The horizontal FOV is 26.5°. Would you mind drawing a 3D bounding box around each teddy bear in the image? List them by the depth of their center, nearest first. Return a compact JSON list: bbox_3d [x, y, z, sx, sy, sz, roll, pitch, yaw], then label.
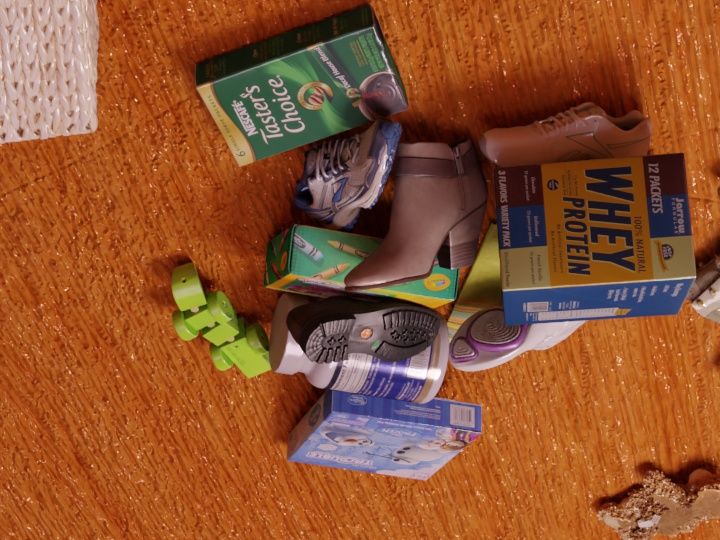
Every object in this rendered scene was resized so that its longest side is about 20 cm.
[{"bbox_3d":[0.433,0.329,2.164,0.145,0.067,0.200,31,131,-20],"label":"teddy bear"}]

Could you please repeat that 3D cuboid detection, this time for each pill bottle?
[{"bbox_3d":[-0.003,0.089,1.833,0.199,0.116,0.116,11,132,-16],"label":"pill bottle"}]

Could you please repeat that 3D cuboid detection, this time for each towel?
[{"bbox_3d":[0.166,0.023,1.856,0.085,0.018,0.201,7,133,-15],"label":"towel"}]

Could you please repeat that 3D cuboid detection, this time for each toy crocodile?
[{"bbox_3d":[-0.166,0.065,1.836,0.067,0.062,0.200,-26,136,18],"label":"toy crocodile"}]

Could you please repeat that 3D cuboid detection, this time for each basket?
[{"bbox_3d":[-0.327,-0.244,1.414,0.159,0.199,0.201,-2,134,-7],"label":"basket"}]

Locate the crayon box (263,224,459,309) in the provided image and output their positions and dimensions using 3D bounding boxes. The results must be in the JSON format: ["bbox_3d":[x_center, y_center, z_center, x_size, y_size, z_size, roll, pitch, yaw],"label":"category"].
[{"bbox_3d":[0.000,0.000,1.745,0.199,0.059,0.119,10,169,-16],"label":"crayon box"}]

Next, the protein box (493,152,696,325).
[{"bbox_3d":[0.250,-0.028,1.663,0.198,0.136,0.199,-4,167,6],"label":"protein box"}]

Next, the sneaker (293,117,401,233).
[{"bbox_3d":[-0.021,-0.105,1.649,0.085,0.077,0.200,23,146,-10],"label":"sneaker"}]

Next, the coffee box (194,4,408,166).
[{"bbox_3d":[-0.061,-0.191,1.602,0.199,0.044,0.123,-16,134,9],"label":"coffee box"}]

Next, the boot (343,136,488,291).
[{"bbox_3d":[0.057,-0.066,1.658,0.199,0.070,0.147,-15,104,-38],"label":"boot"}]

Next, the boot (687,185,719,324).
[{"bbox_3d":[0.440,-0.018,1.812,0.154,0.072,0.200,-33,130,27],"label":"boot"}]

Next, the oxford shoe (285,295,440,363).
[{"bbox_3d":[0.004,0.056,1.742,0.199,0.084,0.073,4,114,-37],"label":"oxford shoe"}]

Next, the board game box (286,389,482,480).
[{"bbox_3d":[0.027,0.210,1.961,0.198,0.044,0.199,10,154,-16],"label":"board game box"}]

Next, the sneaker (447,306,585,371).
[{"bbox_3d":[0.199,0.077,1.841,0.199,0.075,0.100,-27,144,-9],"label":"sneaker"}]

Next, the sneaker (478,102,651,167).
[{"bbox_3d":[0.225,-0.147,1.668,0.199,0.071,0.081,0,130,-17],"label":"sneaker"}]
